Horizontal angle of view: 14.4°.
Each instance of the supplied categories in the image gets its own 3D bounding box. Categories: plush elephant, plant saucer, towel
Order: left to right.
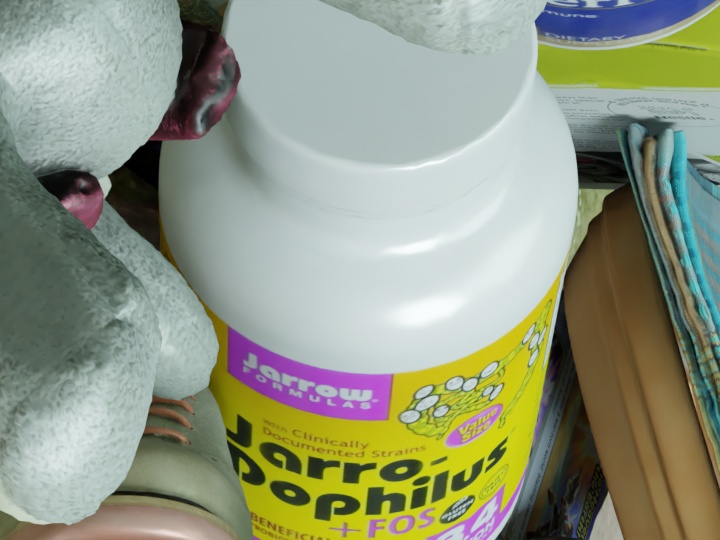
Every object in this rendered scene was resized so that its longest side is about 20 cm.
[{"bbox_3d":[-0.081,-0.027,0.591,0.165,0.199,0.155,-56,166,-24],"label":"plush elephant"},{"bbox_3d":[0.109,0.070,0.960,0.200,0.037,0.201,-18,90,-81],"label":"plant saucer"},{"bbox_3d":[0.127,0.058,0.913,0.147,0.022,0.201,31,42,-75],"label":"towel"}]

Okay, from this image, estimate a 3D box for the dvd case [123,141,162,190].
[{"bbox_3d":[-0.038,-0.122,0.797,0.143,0.017,0.201,37,62,-59],"label":"dvd case"}]

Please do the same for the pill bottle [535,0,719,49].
[{"bbox_3d":[0.058,-0.129,0.724,0.200,0.115,0.117,47,50,-82],"label":"pill bottle"}]

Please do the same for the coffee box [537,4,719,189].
[{"bbox_3d":[0.127,-0.137,0.925,0.198,0.199,0.201,17,78,-63],"label":"coffee box"}]

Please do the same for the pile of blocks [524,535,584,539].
[{"bbox_3d":[0.063,0.178,0.902,0.082,0.062,0.201,49,52,-56],"label":"pile of blocks"}]

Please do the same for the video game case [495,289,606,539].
[{"bbox_3d":[0.019,0.082,0.914,0.182,0.045,0.201,60,42,-49],"label":"video game case"}]

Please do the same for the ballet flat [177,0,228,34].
[{"bbox_3d":[-0.023,-0.083,0.740,0.200,0.070,0.071,36,62,-60],"label":"ballet flat"}]

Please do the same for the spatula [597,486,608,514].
[{"bbox_3d":[0.081,0.083,1.041,0.021,0.056,0.200,57,33,-25],"label":"spatula"}]

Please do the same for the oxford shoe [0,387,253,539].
[{"bbox_3d":[-0.060,0.054,0.672,0.200,0.070,0.074,128,-34,-75],"label":"oxford shoe"}]

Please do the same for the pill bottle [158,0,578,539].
[{"bbox_3d":[0.000,0.000,0.729,0.200,0.104,0.105,94,15,-58],"label":"pill bottle"}]
